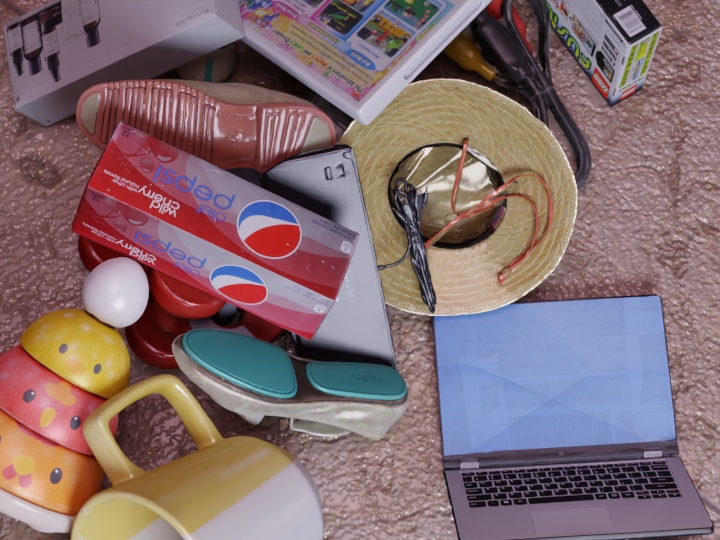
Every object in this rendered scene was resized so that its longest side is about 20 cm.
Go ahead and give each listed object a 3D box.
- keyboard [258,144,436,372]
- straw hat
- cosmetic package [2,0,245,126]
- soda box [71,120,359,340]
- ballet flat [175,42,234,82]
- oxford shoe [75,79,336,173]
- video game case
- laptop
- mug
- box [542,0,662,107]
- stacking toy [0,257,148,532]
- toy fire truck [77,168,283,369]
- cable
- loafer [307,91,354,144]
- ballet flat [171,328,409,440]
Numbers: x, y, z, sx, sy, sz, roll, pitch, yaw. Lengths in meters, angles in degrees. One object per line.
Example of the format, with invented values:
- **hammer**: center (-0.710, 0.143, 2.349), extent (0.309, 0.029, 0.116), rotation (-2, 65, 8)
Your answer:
- **keyboard**: center (0.000, 0.000, 1.476), extent (0.126, 0.021, 0.201), rotation (-12, 106, -2)
- **straw hat**: center (0.068, -0.062, 1.520), extent (0.199, 0.085, 0.203), rotation (-1, 105, -3)
- **cosmetic package**: center (-0.195, -0.195, 1.547), extent (0.199, 0.051, 0.083), rotation (-22, 68, 21)
- **soda box**: center (-0.107, -0.028, 1.404), extent (0.199, 0.063, 0.070), rotation (25, 54, -5)
- **ballet flat**: center (-0.142, -0.252, 1.609), extent (0.069, 0.070, 0.201), rotation (-13, 69, -6)
- **oxford shoe**: center (-0.122, -0.113, 1.468), extent (0.198, 0.074, 0.071), rotation (9, 109, -16)
- **video game case**: center (0.002, -0.224, 1.512), extent (0.182, 0.024, 0.200), rotation (-45, 52, -9)
- **laptop**: center (0.156, 0.111, 1.442), extent (0.186, 0.200, 0.117), rotation (-4, 109, -2)
- **mug**: center (-0.107, 0.179, 1.375), extent (0.149, 0.188, 0.153), rotation (12, 29, 36)
- **box**: center (0.172, -0.244, 1.587), extent (0.035, 0.110, 0.201), rotation (-30, 72, -12)
- **stacking toy**: center (-0.220, 0.078, 1.403), extent (0.145, 0.146, 0.201), rotation (29, 94, 10)
- **toy fire truck**: center (-0.118, -0.023, 1.504), extent (0.167, 0.112, 0.201), rotation (-22, 70, -29)
- **cable**: center (0.141, -0.158, 1.599), extent (0.097, 0.050, 0.201), rotation (-31, 84, -17)
- **loafer**: center (-0.015, -0.122, 1.539), extent (0.070, 0.070, 0.201), rotation (28, 61, -15)
- **ballet flat**: center (-0.056, 0.095, 1.438), extent (0.199, 0.063, 0.068), rotation (13, 35, -24)
